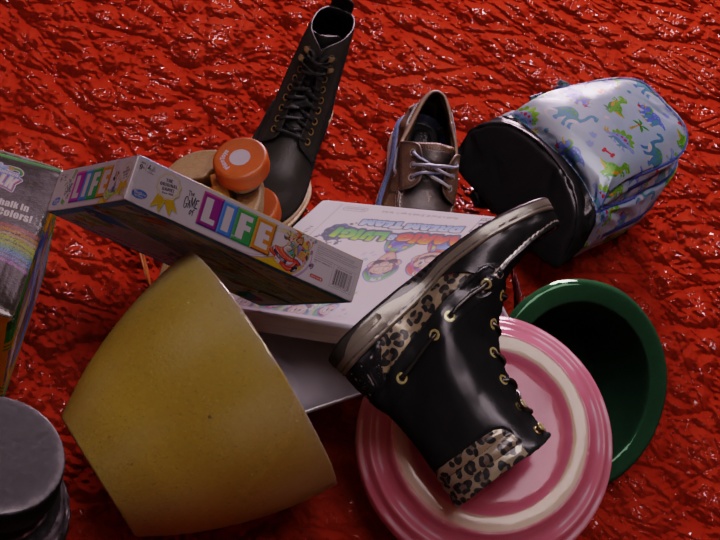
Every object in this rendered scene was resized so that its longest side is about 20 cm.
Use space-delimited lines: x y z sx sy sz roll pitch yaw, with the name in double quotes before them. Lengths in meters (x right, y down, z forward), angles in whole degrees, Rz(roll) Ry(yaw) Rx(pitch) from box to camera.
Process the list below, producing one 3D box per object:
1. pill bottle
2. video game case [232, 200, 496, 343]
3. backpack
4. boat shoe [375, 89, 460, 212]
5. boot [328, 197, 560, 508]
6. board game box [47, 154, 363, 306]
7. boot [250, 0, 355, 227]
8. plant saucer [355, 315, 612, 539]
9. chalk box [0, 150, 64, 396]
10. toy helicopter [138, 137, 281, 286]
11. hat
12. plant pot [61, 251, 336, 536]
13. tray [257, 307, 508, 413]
"pill bottle" -0.246 0.173 1.015 0.111 0.201 0.113 12 46 -13
"video game case" 0.000 0.000 1.323 0.198 0.024 0.182 7 35 35
"backpack" 0.216 -0.102 1.513 0.199 0.154 0.163 -4 45 -49
"boat shoe" 0.055 -0.087 1.464 0.071 0.073 0.201 11 47 -14
"boot" 0.097 0.058 1.172 0.203 0.074 0.154 -37 81 -10
"board game box" -0.115 -0.025 1.184 0.199 0.134 0.035 25 74 -32
"boot" -0.059 -0.139 1.418 0.077 0.139 0.201 18 46 -6
"plant saucer" 0.096 0.127 1.212 0.198 0.051 0.203 1 73 -3
"chalk box" -0.303 -0.015 1.217 0.123 0.124 0.201 16 45 -7
"toy helicopter" -0.149 -0.020 1.306 0.131 0.079 0.202 6 54 13
"hat" 0.158 0.086 1.390 0.165 0.176 0.201 33 79 -14
"plant pot" -0.130 0.109 1.150 0.141 0.201 0.201 -32 65 -12
"tray" 0.020 0.056 1.294 0.198 0.022 0.108 -18 46 -7
